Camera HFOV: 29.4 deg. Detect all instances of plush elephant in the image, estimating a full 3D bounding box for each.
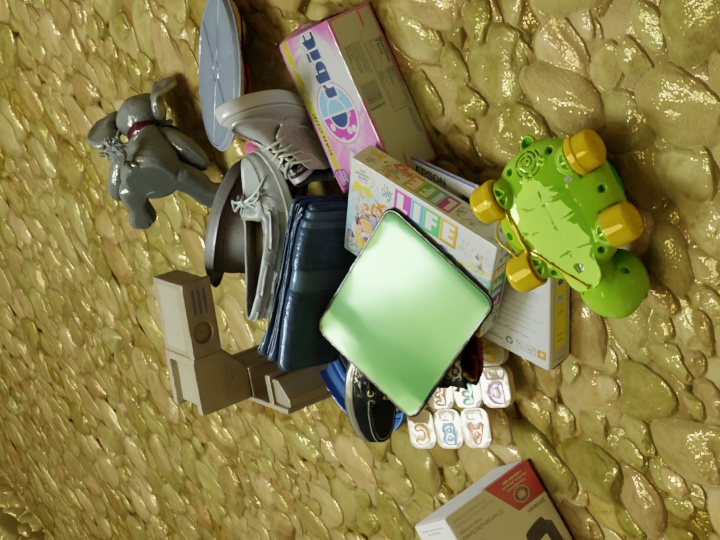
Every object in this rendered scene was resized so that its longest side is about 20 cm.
[{"bbox_3d":[-0.297,-0.178,1.940,0.164,0.156,0.200,-19,142,22],"label":"plush elephant"}]

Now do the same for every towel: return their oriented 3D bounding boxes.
[{"bbox_3d":[-0.053,0.013,1.592,0.048,0.111,0.202,23,108,41],"label":"towel"}]

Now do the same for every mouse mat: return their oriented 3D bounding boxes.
[{"bbox_3d":[0.045,0.049,1.508,0.161,0.008,0.201,43,128,15],"label":"mouse mat"}]

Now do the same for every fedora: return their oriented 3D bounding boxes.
[{"bbox_3d":[-0.139,-0.055,1.819,0.090,0.178,0.200,15,163,7],"label":"fedora"}]

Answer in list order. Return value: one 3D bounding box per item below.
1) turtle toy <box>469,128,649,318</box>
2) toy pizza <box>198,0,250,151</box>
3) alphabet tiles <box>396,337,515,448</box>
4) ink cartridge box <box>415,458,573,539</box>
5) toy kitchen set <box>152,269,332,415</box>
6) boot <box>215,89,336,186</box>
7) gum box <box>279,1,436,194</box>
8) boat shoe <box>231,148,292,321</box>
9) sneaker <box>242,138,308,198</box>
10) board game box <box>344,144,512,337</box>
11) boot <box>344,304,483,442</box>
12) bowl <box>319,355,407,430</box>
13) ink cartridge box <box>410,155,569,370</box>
[{"bbox_3d":[0.207,-0.042,1.316,0.145,0.101,0.201,-27,92,31],"label":"turtle toy"},{"bbox_3d":[-0.169,-0.252,1.735,0.200,0.031,0.202,177,90,-71],"label":"toy pizza"},{"bbox_3d":[0.092,0.117,1.634,0.199,0.015,0.197,-6,95,38],"label":"alphabet tiles"},{"bbox_3d":[0.182,0.354,1.651,0.201,0.144,0.084,60,150,1],"label":"ink cartridge box"},{"bbox_3d":[-0.131,0.080,1.777,0.163,0.199,0.182,13,116,53],"label":"toy kitchen set"},{"bbox_3d":[-0.083,-0.148,1.583,0.073,0.199,0.096,-25,78,33],"label":"boot"},{"bbox_3d":[-0.007,-0.197,1.548,0.113,0.066,0.201,-11,106,57],"label":"gum box"},{"bbox_3d":[-0.118,-0.042,1.637,0.074,0.064,0.204,14,113,59],"label":"boat shoe"},{"bbox_3d":[-0.088,-0.107,1.713,0.079,0.095,0.202,13,112,46],"label":"sneaker"},{"bbox_3d":[0.070,-0.033,1.490,0.199,0.034,0.135,34,140,26],"label":"board game box"},{"bbox_3d":[0.061,0.126,1.576,0.153,0.073,0.205,15,120,30],"label":"boot"},{"bbox_3d":[0.004,0.122,1.830,0.200,0.039,0.202,37,143,35],"label":"bowl"},{"bbox_3d":[0.141,-0.015,1.495,0.197,0.047,0.201,28,134,37],"label":"ink cartridge box"}]
